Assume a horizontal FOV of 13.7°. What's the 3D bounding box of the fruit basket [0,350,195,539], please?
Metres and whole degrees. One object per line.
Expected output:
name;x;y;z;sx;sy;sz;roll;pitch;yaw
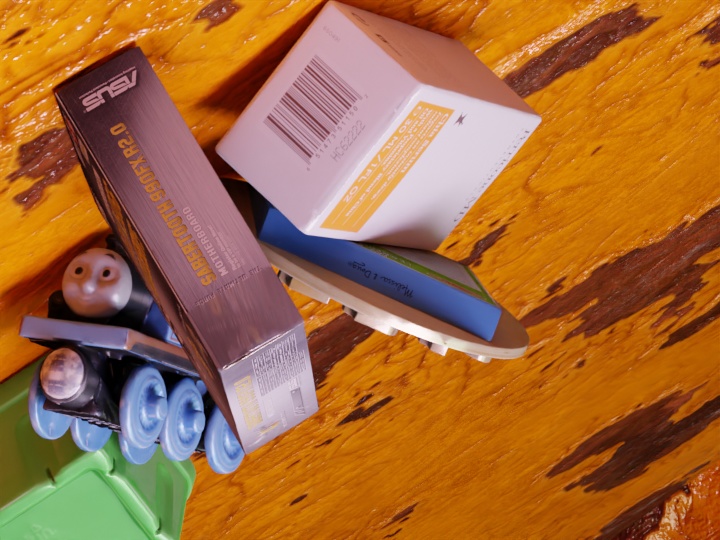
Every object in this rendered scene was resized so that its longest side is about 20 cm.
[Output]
fruit basket;-0.208;0.137;1.826;0.215;0.156;0.216;-25;-149;16

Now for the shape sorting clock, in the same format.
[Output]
shape sorting clock;0.000;0.000;1.622;0.039;0.199;0.200;-65;160;7

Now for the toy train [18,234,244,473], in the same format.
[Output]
toy train;-0.119;0.048;1.680;0.086;0.115;0.200;4;170;24

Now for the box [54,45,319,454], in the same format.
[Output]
box;-0.082;-0.005;1.472;0.048;0.159;0.200;-30;167;-6

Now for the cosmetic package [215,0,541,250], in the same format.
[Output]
cosmetic package;0.013;-0.073;1.586;0.102;0.071;0.200;-51;163;13
